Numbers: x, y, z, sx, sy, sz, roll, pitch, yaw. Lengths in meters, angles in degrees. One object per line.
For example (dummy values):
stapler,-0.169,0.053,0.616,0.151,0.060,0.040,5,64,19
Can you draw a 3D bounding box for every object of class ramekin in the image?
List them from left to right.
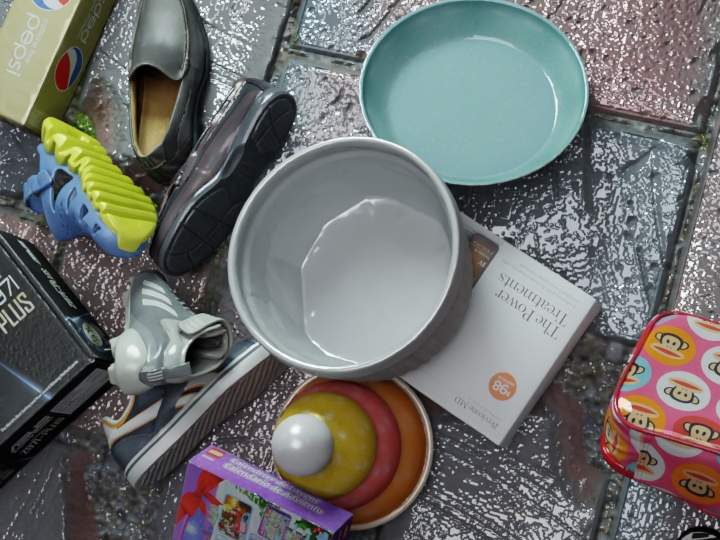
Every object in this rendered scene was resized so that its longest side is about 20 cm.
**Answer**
ramekin,0.000,0.000,1.250,0.200,0.105,0.200,-6,71,18

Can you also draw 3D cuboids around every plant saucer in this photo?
plant saucer,0.099,-0.150,1.316,0.200,0.036,0.200,-2,61,3

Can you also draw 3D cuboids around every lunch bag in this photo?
lunch bag,0.306,0.112,1.201,0.200,0.082,0.176,22,48,16

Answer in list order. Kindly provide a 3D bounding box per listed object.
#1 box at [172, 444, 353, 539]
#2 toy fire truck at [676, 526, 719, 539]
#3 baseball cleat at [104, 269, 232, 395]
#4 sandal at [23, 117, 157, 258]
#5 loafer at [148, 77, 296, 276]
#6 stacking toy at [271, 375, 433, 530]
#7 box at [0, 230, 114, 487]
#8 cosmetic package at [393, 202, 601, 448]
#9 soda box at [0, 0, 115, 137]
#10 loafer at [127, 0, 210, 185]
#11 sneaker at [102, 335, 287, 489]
box,-0.092,0.258,1.222,0.137,0.039,0.200,23,115,20
toy fire truck,0.326,0.311,1.176,0.176,0.129,0.200,-2,92,13
baseball cleat,-0.162,0.053,1.313,0.106,0.200,0.070,-6,116,2
sandal,-0.253,-0.060,1.379,0.087,0.079,0.200,-57,40,11
loafer,-0.135,-0.088,1.382,0.063,0.072,0.200,32,86,33
stacking toy,-0.026,0.141,1.241,0.146,0.200,0.146,-2,80,13
box,-0.344,0.091,1.389,0.200,0.086,0.164,-42,73,5
cosmetic package,0.085,0.037,1.309,0.200,0.052,0.151,34,92,17
soda box,-0.296,-0.232,1.441,0.068,0.064,0.200,23,87,16
loafer,-0.183,-0.183,1.400,0.073,0.072,0.200,-9,79,14
sneaker,-0.148,0.102,1.343,0.200,0.078,0.079,-40,70,2
